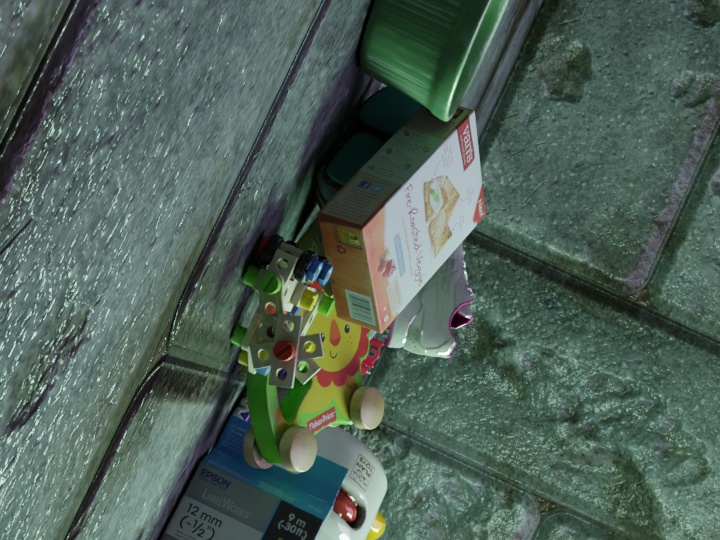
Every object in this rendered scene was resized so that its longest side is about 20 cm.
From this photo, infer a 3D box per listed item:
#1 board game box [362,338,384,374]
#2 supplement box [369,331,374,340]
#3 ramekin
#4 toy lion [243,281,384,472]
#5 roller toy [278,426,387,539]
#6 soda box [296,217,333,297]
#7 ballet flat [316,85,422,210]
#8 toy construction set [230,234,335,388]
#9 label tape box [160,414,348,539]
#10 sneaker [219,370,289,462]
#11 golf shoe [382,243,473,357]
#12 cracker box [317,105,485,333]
[{"bbox_3d":[0.016,0.171,3.029,0.200,0.039,0.158,-56,170,-56],"label":"board game box"},{"bbox_3d":[0.000,0.000,1.795,0.200,0.101,0.103,-45,159,-74],"label":"supplement box"},{"bbox_3d":[0.077,-0.249,1.445,0.200,0.098,0.200,24,90,-85],"label":"ramekin"},{"bbox_3d":[-0.051,0.090,1.620,0.200,0.069,0.192,-26,111,-52],"label":"toy lion"},{"bbox_3d":[-0.064,0.268,1.900,0.182,0.200,0.140,96,18,-56],"label":"roller toy"},{"bbox_3d":[0.021,-0.039,1.612,0.200,0.068,0.064,-24,159,-51],"label":"soda box"},{"bbox_3d":[0.012,-0.120,1.556,0.200,0.074,0.074,-48,164,-41],"label":"ballet flat"},{"bbox_3d":[-0.072,0.041,1.396,0.200,0.092,0.131,-153,-92,-84],"label":"toy construction set"},{"bbox_3d":[-0.116,0.262,1.601,0.066,0.143,0.200,96,20,-75],"label":"label tape box"},{"bbox_3d":[-0.091,0.163,1.719,0.200,0.088,0.081,-60,174,-34],"label":"sneaker"},{"bbox_3d":[0.097,0.019,1.802,0.075,0.091,0.200,102,11,-59],"label":"golf shoe"},{"bbox_3d":[0.044,-0.055,1.499,0.200,0.058,0.134,-48,143,-35],"label":"cracker box"}]
